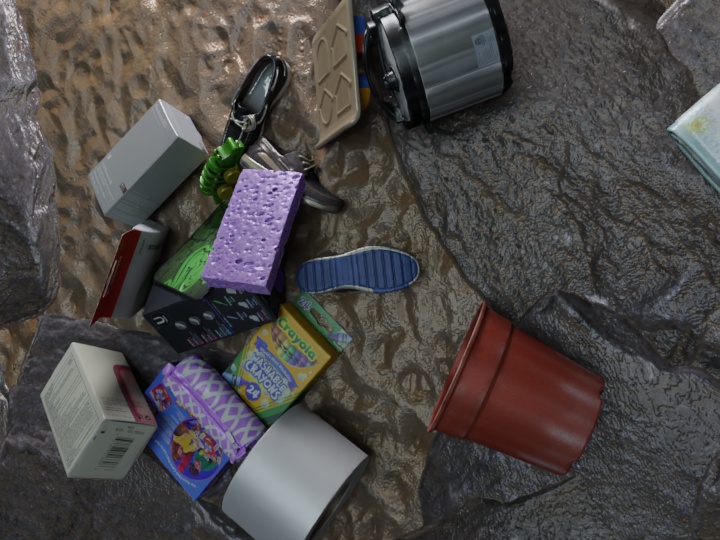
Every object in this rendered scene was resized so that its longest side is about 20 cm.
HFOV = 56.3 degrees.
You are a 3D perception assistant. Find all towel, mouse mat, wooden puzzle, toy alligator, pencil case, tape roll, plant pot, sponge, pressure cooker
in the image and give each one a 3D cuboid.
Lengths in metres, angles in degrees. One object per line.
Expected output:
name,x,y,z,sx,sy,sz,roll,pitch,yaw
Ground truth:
towel,0.546,-0.174,0.905,0.171,0.048,0.201,-40,78,11
mouse mat,-0.238,-0.042,1.099,0.160,0.008,0.201,16,60,44
wooden puzzle,-0.029,-0.303,1.047,0.046,0.185,0.204,0,88,-20
toy alligator,-0.228,-0.179,1.111,0.060,0.054,0.201,58,138,22
pencil case,-0.240,0.230,1.113,0.200,0.085,0.084,43,106,15
tape roll,-0.098,0.329,1.040,0.138,0.202,0.204,34,100,14
plant pot,0.221,0.176,0.948,0.193,0.201,0.203,25,98,8
sponge,-0.160,-0.064,1.029,0.110,0.030,0.203,5,62,20
pressure cooker,0.102,-0.310,0.967,0.197,0.179,0.178,-20,76,3

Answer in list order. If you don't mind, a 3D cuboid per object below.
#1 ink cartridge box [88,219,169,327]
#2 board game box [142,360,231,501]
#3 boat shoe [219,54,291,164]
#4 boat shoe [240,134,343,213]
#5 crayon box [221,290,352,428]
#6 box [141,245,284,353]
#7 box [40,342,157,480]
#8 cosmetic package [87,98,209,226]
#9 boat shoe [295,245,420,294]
ink cartridge box,-0.384,0.005,1.137,0.049,0.200,0.163,20,98,-11
board game box,-0.307,0.281,1.191,0.200,0.045,0.135,45,103,13
boat shoe,-0.187,-0.272,1.139,0.074,0.060,0.201,39,102,12
boat shoe,-0.109,-0.162,1.108,0.198,0.074,0.074,31,100,15
crayon box,-0.124,0.146,1.126,0.126,0.051,0.201,43,102,13
box,-0.239,0.036,1.110,0.197,0.123,0.107,-19,128,18
box,-0.456,0.243,1.169,0.129,0.108,0.200,-54,49,11
cosmetic package,-0.371,-0.185,1.179,0.200,0.090,0.107,-44,60,16
boat shoe,0.000,0.000,1.072,0.197,0.072,0.074,-2,89,13
